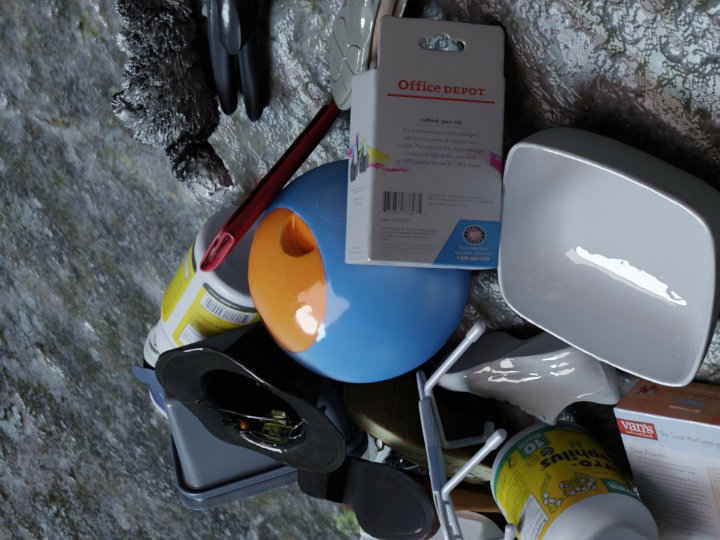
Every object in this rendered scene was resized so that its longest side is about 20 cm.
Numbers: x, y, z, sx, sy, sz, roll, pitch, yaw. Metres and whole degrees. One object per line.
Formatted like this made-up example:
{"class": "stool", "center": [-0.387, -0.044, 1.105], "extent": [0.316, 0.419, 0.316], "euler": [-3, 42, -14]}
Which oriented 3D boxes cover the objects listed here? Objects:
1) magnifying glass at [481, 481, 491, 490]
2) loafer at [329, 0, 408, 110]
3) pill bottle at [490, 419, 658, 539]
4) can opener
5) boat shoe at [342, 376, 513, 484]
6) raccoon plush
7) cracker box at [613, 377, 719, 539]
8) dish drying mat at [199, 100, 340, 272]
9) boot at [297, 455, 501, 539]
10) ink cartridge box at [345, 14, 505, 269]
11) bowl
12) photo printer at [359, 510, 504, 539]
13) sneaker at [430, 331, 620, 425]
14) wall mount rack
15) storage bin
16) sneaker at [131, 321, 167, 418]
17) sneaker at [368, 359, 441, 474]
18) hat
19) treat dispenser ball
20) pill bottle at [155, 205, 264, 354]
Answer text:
{"class": "magnifying glass", "center": [0.111, 0.211, 1.801], "extent": [0.200, 0.022, 0.080], "euler": [-4, 119, 45]}
{"class": "loafer", "center": [0.018, -0.212, 1.480], "extent": [0.200, 0.063, 0.072], "euler": [103, 152, -51]}
{"class": "pill bottle", "center": [0.199, 0.228, 1.572], "extent": [0.200, 0.113, 0.113], "euler": [-120, 11, -60]}
{"class": "can opener", "center": [-0.118, -0.212, 1.619], "extent": [0.063, 0.079, 0.200], "euler": [27, 148, 15]}
{"class": "boat shoe", "center": [0.060, 0.160, 1.681], "extent": [0.200, 0.073, 0.063], "euler": [27, 137, -23]}
{"class": "raccoon plush", "center": [-0.163, -0.178, 1.652], "extent": [0.200, 0.097, 0.134], "euler": [41, 143, 33]}
{"class": "cracker box", "center": [0.314, 0.193, 1.543], "extent": [0.134, 0.058, 0.200], "euler": [8, 129, 42]}
{"class": "dish drying mat", "center": [-0.079, -0.079, 1.579], "extent": [0.018, 0.200, 0.077], "euler": [36, 143, 0]}
{"class": "boot", "center": [0.067, 0.227, 1.682], "extent": [0.188, 0.200, 0.069], "euler": [4, 82, 50]}
{"class": "ink cartridge box", "center": [0.054, -0.103, 1.448], "extent": [0.068, 0.115, 0.200], "euler": [178, 94, -72]}
{"class": "bowl", "center": [0.215, -0.021, 1.437], "extent": [0.200, 0.075, 0.200], "euler": [27, 139, 28]}
{"class": "photo printer", "center": [0.112, 0.324, 1.827], "extent": [0.166, 0.069, 0.200], "euler": [3, 141, 46]}
{"class": "sneaker", "center": [0.151, 0.105, 1.618], "extent": [0.200, 0.075, 0.089], "euler": [-9, 117, 47]}
{"class": "wall mount rack", "center": [0.093, 0.150, 1.545], "extent": [0.075, 0.200, 0.174], "euler": [-12, 140, 3]}
{"class": "storage bin", "center": [-0.109, 0.125, 1.762], "extent": [0.146, 0.200, 0.134], "euler": [-107, 1, -52]}
{"class": "sneaker", "center": [-0.168, 0.137, 1.965], "extent": [0.200, 0.081, 0.146], "euler": [37, 147, 24]}
{"class": "sneaker", "center": [0.040, 0.144, 1.775], "extent": [0.079, 0.074, 0.200], "euler": [-124, 27, -45]}
{"class": "hat", "center": [-0.087, 0.104, 1.624], "extent": [0.201, 0.081, 0.201], "euler": [22, 154, 11]}
{"class": "treat dispenser ball", "center": [0.000, 0.000, 1.569], "extent": [0.201, 0.201, 0.201], "euler": [27, 139, 27]}
{"class": "pill bottle", "center": [-0.141, 0.029, 1.814], "extent": [0.114, 0.114, 0.200], "euler": [45, 144, 6]}
